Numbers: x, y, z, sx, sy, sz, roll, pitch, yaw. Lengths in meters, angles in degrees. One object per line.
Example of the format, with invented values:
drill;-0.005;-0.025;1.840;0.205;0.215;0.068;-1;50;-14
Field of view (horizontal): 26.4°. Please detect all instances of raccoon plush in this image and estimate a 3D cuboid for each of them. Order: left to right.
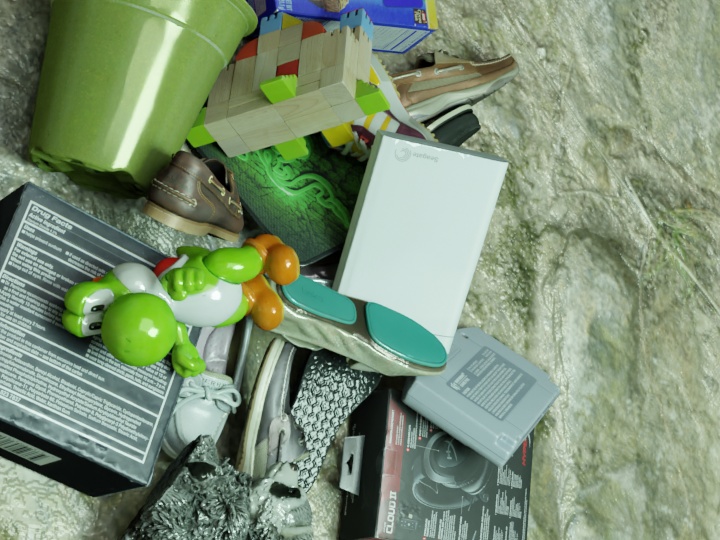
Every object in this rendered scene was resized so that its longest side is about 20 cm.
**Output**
raccoon plush;-0.132;0.239;1.353;0.134;0.200;0.097;38;16;-8

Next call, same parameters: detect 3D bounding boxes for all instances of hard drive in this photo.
hard drive;0.051;-0.024;1.463;0.132;0.027;0.201;10;106;-21

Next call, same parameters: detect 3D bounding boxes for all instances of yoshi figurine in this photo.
yoshi figurine;-0.144;0.034;1.275;0.200;0.112;0.113;-11;90;-33

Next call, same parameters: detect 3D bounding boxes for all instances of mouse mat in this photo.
mouse mat;-0.061;-0.102;1.514;0.161;0.008;0.200;-28;67;-34

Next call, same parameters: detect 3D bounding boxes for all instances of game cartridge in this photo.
game cartridge;0.118;0.119;1.526;0.133;0.041;0.200;37;23;10

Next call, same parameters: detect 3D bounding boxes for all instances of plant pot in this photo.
plant pot;-0.215;-0.170;1.396;0.200;0.200;0.191;21;80;-26

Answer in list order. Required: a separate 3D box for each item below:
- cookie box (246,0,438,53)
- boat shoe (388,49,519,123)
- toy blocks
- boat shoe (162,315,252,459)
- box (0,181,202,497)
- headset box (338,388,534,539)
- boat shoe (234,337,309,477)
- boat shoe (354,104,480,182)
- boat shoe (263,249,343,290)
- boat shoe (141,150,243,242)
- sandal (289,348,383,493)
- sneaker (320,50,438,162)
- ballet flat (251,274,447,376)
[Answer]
cookie box;-0.027;-0.326;1.603;0.199;0.075;0.172;0;77;-33
boat shoe;0.089;-0.205;1.646;0.200;0.076;0.072;-25;89;-36
toy blocks;-0.068;-0.194;1.488;0.100;0.199;0.137;52;32;-44
boat shoe;-0.139;0.077;1.423;0.074;0.065;0.203;24;67;-24
box;-0.258;0.065;1.326;0.200;0.123;0.199;30;64;-25
headset box;0.069;0.209;1.521;0.200;0.077;0.149;15;69;-27
boat shoe;-0.079;0.164;1.419;0.065;0.072;0.201;12;83;-2
boat shoe;0.057;-0.099;1.591;0.063;0.074;0.201;45;63;9
boat shoe;-0.001;-0.001;1.504;0.201;0.065;0.075;-9;51;-13
boat shoe;-0.140;-0.068;1.397;0.070;0.200;0.071;24;91;5
sandal;-0.043;0.129;1.496;0.075;0.048;0.201;38;74;-17
sneaker;0.012;-0.128;1.518;0.090;0.075;0.200;-21;60;-21
ballet flat;-0.012;0.058;1.435;0.200;0.062;0.068;26;39;-22
